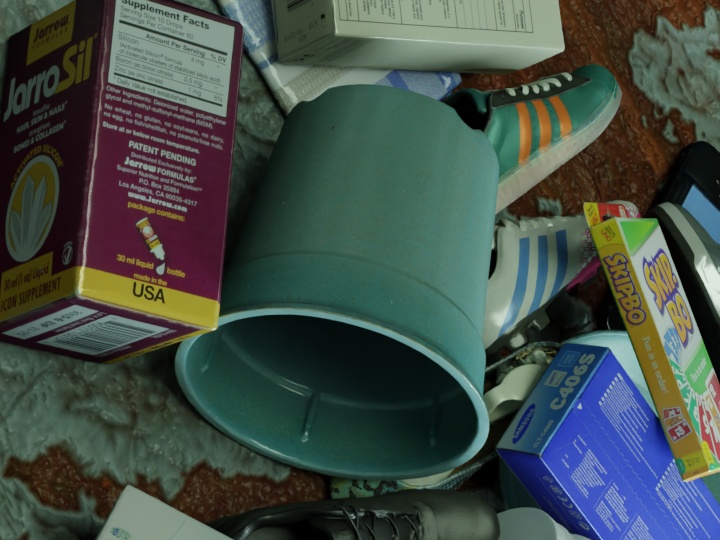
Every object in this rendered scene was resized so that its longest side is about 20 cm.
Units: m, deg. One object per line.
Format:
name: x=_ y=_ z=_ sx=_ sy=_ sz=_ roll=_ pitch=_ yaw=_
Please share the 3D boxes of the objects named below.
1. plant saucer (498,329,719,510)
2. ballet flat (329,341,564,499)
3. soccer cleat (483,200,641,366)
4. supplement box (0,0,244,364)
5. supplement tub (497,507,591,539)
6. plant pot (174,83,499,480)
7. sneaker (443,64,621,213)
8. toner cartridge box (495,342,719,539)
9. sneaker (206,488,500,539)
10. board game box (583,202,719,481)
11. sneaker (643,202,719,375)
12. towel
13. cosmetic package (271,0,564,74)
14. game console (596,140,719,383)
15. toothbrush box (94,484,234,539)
plant saucer: x=0.177 y=0.143 z=1.764 sx=0.200 sy=0.036 sz=0.200 roll=6 pitch=77 yaw=-26
ballet flat: x=0.067 y=0.101 z=1.663 sx=0.200 sy=0.074 sz=0.074 roll=-30 pitch=97 yaw=-25
soccer cleat: x=0.124 y=-0.013 z=1.758 sx=0.086 sy=0.070 sz=0.200 roll=51 pitch=50 yaw=0
supplement box: x=-0.153 y=-0.056 z=1.526 sx=0.103 sy=0.131 sz=0.200 roll=15 pitch=69 yaw=-32
supplement tub: x=0.140 y=0.265 z=1.642 sx=0.200 sy=0.145 sz=0.145 roll=47 pitch=56 yaw=-24
plant pot: x=0.000 y=0.000 z=1.598 sx=0.200 sy=0.200 sz=0.196 roll=31 pitch=54 yaw=-26
sneaker: x=0.108 y=-0.106 z=1.767 sx=0.200 sy=0.071 sz=0.080 roll=-39 pitch=107 yaw=-35
toner cartridge box: x=0.176 y=0.149 z=1.679 sx=0.095 sy=0.043 sz=0.200 roll=-55 pitch=126 yaw=-26
sneaker: x=-0.003 y=0.175 z=1.571 sx=0.200 sy=0.091 sz=0.076 roll=-8 pitch=78 yaw=-17
board game box: x=0.208 y=0.044 z=1.709 sx=0.096 sy=0.030 sz=0.200 roll=-1 pitch=68 yaw=-66
sneaker: x=0.300 y=0.016 z=1.787 sx=0.121 sy=0.084 sz=0.200 roll=-29 pitch=77 yaw=-19
towel: x=-0.023 y=-0.179 z=1.720 sx=0.147 sy=0.024 sz=0.200 roll=-37 pitch=101 yaw=-36
cosmetic package: x=0.038 y=-0.194 z=1.708 sx=0.200 sy=0.071 sz=0.105 roll=2 pitch=77 yaw=-36
game console: x=0.299 y=0.015 z=1.849 sx=0.176 sy=0.116 sz=0.200 roll=44 pitch=57 yaw=-20
toothbrush box: x=-0.091 y=0.244 z=1.481 sx=0.200 sy=0.085 sz=0.147 roll=28 pitch=61 yaw=-2
